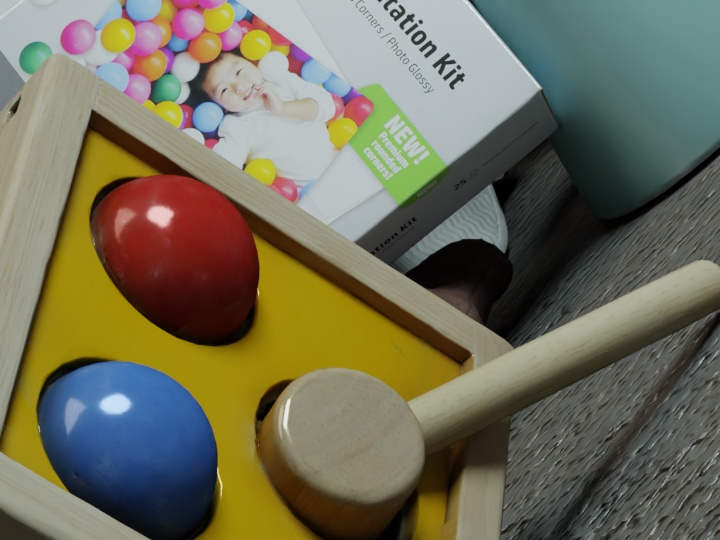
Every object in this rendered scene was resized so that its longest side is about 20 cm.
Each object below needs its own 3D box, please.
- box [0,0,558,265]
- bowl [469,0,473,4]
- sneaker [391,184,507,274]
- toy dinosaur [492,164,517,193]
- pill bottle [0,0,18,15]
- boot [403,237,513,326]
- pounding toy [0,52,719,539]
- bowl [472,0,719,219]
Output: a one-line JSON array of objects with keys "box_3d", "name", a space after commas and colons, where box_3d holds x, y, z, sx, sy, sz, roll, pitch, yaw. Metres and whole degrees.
[{"box_3d": [-0.055, -0.049, 1.030, 0.200, 0.156, 0.041, -38, -22, -1], "name": "box"}, {"box_3d": [0.047, -0.189, 1.333, 0.200, 0.039, 0.201, -30, 48, 40], "name": "bowl"}, {"box_3d": [0.000, 0.000, 1.211, 0.118, 0.074, 0.201, -54, 10, 23], "name": "sneaker"}, {"box_3d": [0.038, -0.052, 1.343, 0.200, 0.047, 0.088, -29, 39, 64], "name": "toy dinosaur"}, {"box_3d": [-0.160, -0.010, 1.167, 0.113, 0.113, 0.201, -58, -25, -50], "name": "pill bottle"}, {"box_3d": [-0.027, 0.079, 1.022, 0.200, 0.072, 0.166, -43, 3, 19], "name": "boot"}, {"box_3d": [-0.024, 0.050, 0.762, 0.142, 0.200, 0.184, -44, 23, 35], "name": "pounding toy"}, {"box_3d": [0.114, -0.127, 1.043, 0.201, 0.105, 0.201, -47, 7, 8], "name": "bowl"}]
